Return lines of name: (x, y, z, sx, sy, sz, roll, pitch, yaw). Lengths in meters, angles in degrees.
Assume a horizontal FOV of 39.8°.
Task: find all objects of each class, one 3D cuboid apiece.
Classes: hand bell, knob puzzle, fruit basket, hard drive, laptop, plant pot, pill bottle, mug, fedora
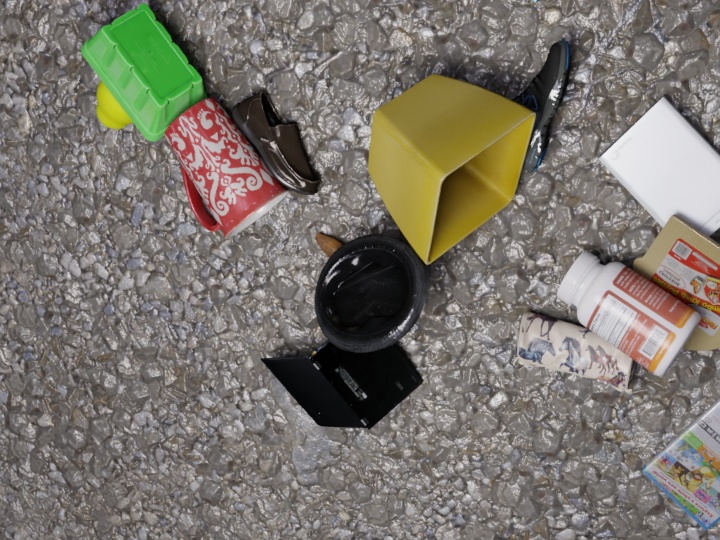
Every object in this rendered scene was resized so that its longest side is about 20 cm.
hand bell: (0.000, 0.000, 1.669, 0.199, 0.104, 0.105, 38, 114, 17)
knob puzzle: (0.505, 0.037, 1.518, 0.217, 0.030, 0.223, 19, 124, 30)
fruit basket: (-0.373, -0.319, 1.682, 0.215, 0.155, 0.217, 40, 154, 24)
hard drive: (0.473, -0.143, 1.493, 0.200, 0.027, 0.132, 46, 114, 1)
laptop: (-0.032, 0.173, 1.720, 0.199, 0.116, 0.188, -40, 118, -3)
plant pot: (0.118, -0.172, 1.491, 0.176, 0.199, 0.201, 43, 152, 23)
pill bottle: (0.404, 0.059, 1.515, 0.199, 0.112, 0.113, 36, 114, 19)
mug: (-0.245, -0.162, 1.663, 0.176, 0.133, 0.201, -35, 92, 15)
fedora: (0.028, 0.042, 1.556, 0.198, 0.091, 0.204, -7, 75, 29)

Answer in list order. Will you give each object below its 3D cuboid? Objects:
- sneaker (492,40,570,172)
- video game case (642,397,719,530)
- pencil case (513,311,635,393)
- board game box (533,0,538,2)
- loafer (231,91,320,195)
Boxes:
sneaker: (0.261, -0.253, 1.506, 0.081, 0.073, 0.203, 21, 110, 13)
video game case: (0.573, 0.304, 1.593, 0.143, 0.018, 0.201, 42, 113, 3)
pencil case: (0.344, 0.133, 1.585, 0.197, 0.078, 0.091, 15, 90, 13)
board game box: (0.232, -0.519, 1.454, 0.200, 0.047, 0.151, 42, 113, 3)
loafer: (-0.131, -0.212, 1.646, 0.071, 0.073, 0.201, -41, 90, 25)
